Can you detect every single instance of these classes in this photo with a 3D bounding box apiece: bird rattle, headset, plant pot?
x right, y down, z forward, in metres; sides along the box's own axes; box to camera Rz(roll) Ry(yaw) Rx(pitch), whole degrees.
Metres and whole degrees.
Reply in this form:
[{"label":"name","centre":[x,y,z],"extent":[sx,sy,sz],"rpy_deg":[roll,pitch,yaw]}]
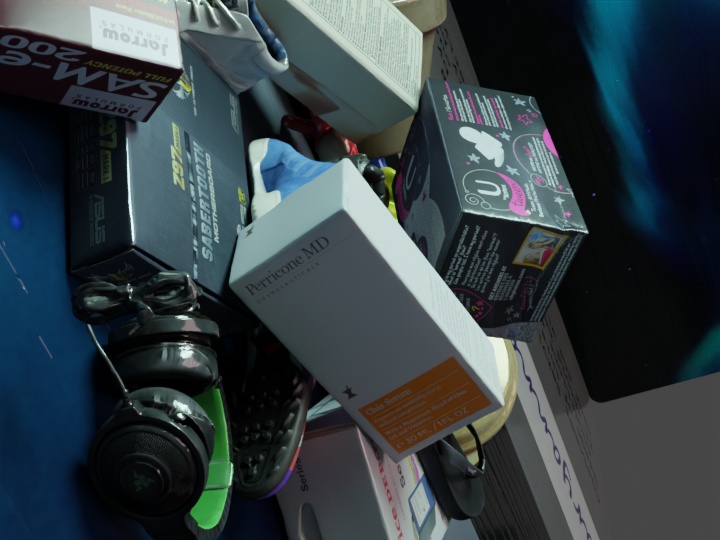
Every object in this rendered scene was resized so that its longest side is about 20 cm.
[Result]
[{"label":"bird rattle","centre":[-0.002,-0.095,0.901],"extent":[0.164,0.111,0.202],"rpy_deg":[-107,173,-57]},{"label":"headset","centre":[-0.101,0.072,0.500],"extent":[0.202,0.092,0.125],"rpy_deg":[70,13,-49]},{"label":"plant pot","centre":[0.008,-0.227,1.001],"extent":[0.201,0.196,0.178],"rpy_deg":[-73,156,-61]}]

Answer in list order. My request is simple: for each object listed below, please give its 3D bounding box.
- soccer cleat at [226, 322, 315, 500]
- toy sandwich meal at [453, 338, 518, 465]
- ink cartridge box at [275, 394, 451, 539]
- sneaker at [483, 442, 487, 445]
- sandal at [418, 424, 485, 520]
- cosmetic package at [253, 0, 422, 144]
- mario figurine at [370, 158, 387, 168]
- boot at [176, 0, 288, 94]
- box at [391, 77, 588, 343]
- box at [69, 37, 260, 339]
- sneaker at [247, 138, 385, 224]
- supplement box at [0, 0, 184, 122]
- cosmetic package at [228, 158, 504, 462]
[{"label":"soccer cleat","centre":[-0.059,0.091,0.666],"extent":[0.202,0.067,0.074],"rpy_deg":[-91,161,-48]},{"label":"toy sandwich meal","centre":[0.071,0.112,0.912],"extent":[0.071,0.200,0.209],"rpy_deg":[104,-20,-62]},{"label":"ink cartridge box","centre":[0.008,0.179,0.749],"extent":[0.200,0.086,0.148],"rpy_deg":[-20,93,-71]},{"label":"sneaker","centre":[0.103,0.167,1.018],"extent":[0.199,0.112,0.078],"rpy_deg":[-11,85,-75]},{"label":"sandal","centre":[0.076,0.148,0.776],"extent":[0.077,0.042,0.202],"rpy_deg":[-86,155,-50]},{"label":"cosmetic package","centre":[-0.038,-0.216,0.794],"extent":[0.199,0.086,0.105],"rpy_deg":[34,50,-37]},{"label":"mario figurine","centre":[0.061,-0.080,1.130],"extent":[0.203,0.104,0.123],"rpy_deg":[66,27,-11]},{"label":"boot","centre":[-0.130,-0.199,0.667],"extent":[0.200,0.094,0.075],"rpy_deg":[39,37,-61]},{"label":"box","centre":[0.101,-0.056,0.786],"extent":[0.202,0.112,0.134],"rpy_deg":[-95,-161,-48]},{"label":"box","centre":[-0.132,-0.070,0.610],"extent":[0.158,0.050,0.204],"rpy_deg":[40,36,-59]},{"label":"sneaker","centre":[-0.036,-0.063,0.736],"extent":[0.200,0.109,0.078],"rpy_deg":[-110,-166,-67]},{"label":"supplement box","centre":[-0.172,-0.197,0.522],"extent":[0.107,0.061,0.204],"rpy_deg":[5,65,-37]},{"label":"cosmetic package","centre":[0.009,0.034,0.631],"extent":[0.201,0.100,0.072],"rpy_deg":[49,21,-26]}]
